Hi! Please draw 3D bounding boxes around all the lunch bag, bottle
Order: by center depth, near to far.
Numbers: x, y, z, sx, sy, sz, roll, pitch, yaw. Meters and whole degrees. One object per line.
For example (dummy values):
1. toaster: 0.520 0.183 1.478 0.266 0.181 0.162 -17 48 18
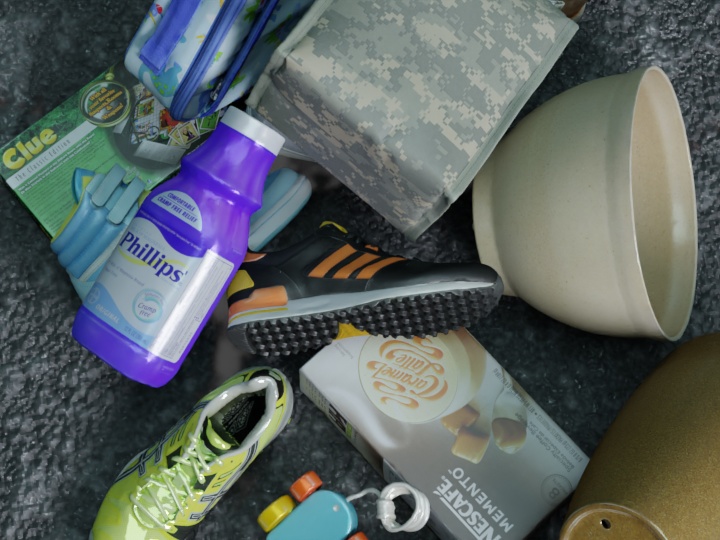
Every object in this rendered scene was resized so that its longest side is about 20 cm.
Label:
1. bottle: -0.123 -0.019 1.159 0.083 0.065 0.201 32 90 27
2. lunch bag: 0.043 -0.154 1.167 0.164 0.118 0.200 39 67 -2
3. lunch bag: -0.082 -0.207 1.209 0.082 0.200 0.161 45 40 10

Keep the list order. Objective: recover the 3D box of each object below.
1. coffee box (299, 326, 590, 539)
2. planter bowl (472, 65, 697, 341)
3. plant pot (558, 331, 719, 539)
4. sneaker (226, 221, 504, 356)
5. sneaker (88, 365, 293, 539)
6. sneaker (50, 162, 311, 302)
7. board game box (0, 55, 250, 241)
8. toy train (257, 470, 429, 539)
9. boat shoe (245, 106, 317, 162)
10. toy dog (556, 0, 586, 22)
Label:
1. coffee box: 0.062 0.116 1.207 0.114 0.080 0.200 -40 78 -13
2. planter bowl: 0.163 -0.045 1.219 0.134 0.200 0.201 -3 71 24
3. plant pot: 0.223 0.162 1.105 0.187 0.186 0.200 50 41 11
4. sneaker: 0.000 0.000 1.167 0.199 0.070 0.090 -9 64 6
5. sneaker: -0.128 0.142 1.192 0.075 0.076 0.200 38 76 6
6. sneaker: -0.143 -0.047 1.232 0.200 0.080 0.131 -37 96 -13
7. board game box: -0.183 -0.107 1.292 0.200 0.023 0.105 -38 81 -14
8. toy train: -0.014 0.245 1.166 0.149 0.056 0.201 8 83 13
9. boat shoe: 0.013 -0.107 1.260 0.200 0.071 0.070 9 80 -17
10. toy dog: 0.096 -0.261 1.279 0.193 0.140 0.201 -30 89 -17
